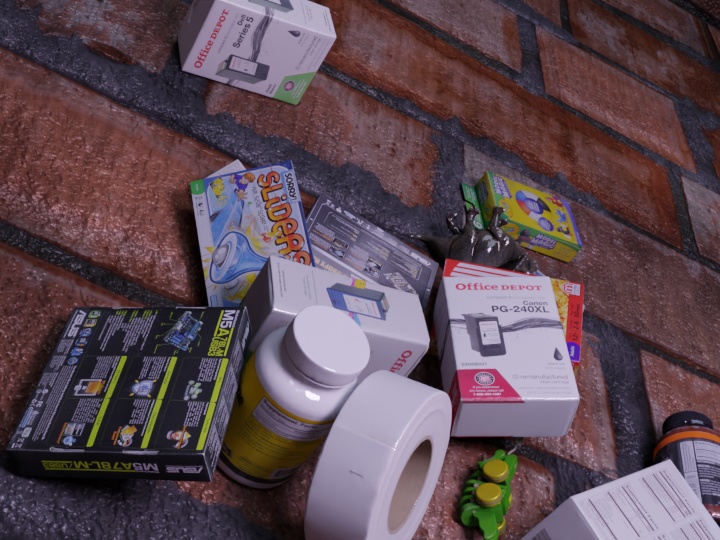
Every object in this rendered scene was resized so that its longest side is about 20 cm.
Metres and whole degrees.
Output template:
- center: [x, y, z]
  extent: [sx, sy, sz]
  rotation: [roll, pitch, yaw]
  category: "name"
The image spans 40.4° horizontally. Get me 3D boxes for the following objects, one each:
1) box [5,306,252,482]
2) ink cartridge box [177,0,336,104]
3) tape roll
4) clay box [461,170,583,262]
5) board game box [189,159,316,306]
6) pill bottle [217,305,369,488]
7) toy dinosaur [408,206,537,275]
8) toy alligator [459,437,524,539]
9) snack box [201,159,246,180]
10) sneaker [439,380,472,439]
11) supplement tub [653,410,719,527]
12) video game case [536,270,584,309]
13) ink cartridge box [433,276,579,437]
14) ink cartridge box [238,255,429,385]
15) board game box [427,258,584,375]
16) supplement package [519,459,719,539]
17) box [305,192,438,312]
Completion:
- center: [-0.220, 0.115, 0.966]
  extent: [0.193, 0.048, 0.200]
  rotation: [1, 40, 6]
  category: "box"
- center: [-0.161, -0.355, 1.498]
  extent: [0.200, 0.146, 0.084]
  rotation: [12, 45, -28]
  category: "ink cartridge box"
- center: [0.022, 0.206, 1.000]
  extent: [0.071, 0.203, 0.202]
  rotation: [19, 32, 22]
  category: "tape roll"
- center: [0.269, -0.094, 1.637]
  extent: [0.200, 0.048, 0.115]
  rotation: [18, 41, -23]
  category: "clay box"
- center: [-0.131, -0.037, 1.209]
  extent: [0.135, 0.034, 0.200]
  rotation: [-13, 58, -3]
  category: "board game box"
- center: [-0.074, 0.129, 1.013]
  extent: [0.112, 0.200, 0.112]
  rotation: [21, 40, -19]
  category: "pill bottle"
- center: [0.172, -0.037, 1.448]
  extent: [0.200, 0.077, 0.102]
  rotation: [5, 71, -1]
  category: "toy dinosaur"
- center: [0.156, 0.254, 1.185]
  extent: [0.054, 0.059, 0.200]
  rotation: [1, 32, 21]
  category: "toy alligator"
- center: [-0.139, -0.056, 1.257]
  extent: [0.072, 0.024, 0.200]
  rotation: [-31, 61, -10]
  category: "snack box"
- center: [0.194, 0.163, 1.284]
  extent: [0.200, 0.081, 0.075]
  rotation: [1, 47, -36]
  category: "sneaker"
- center: [0.457, 0.287, 1.336]
  extent: [0.107, 0.107, 0.200]
  rotation: [27, 38, -12]
  category: "supplement tub"
- center: [0.245, 0.054, 1.485]
  extent: [0.182, 0.022, 0.200]
  rotation: [37, 37, 1]
  category: "video game case"
- center: [0.176, 0.103, 1.219]
  extent: [0.145, 0.083, 0.200]
  rotation: [0, 47, -5]
  category: "ink cartridge box"
- center: [-0.042, 0.081, 1.133]
  extent: [0.200, 0.145, 0.088]
  rotation: [16, 40, -23]
  category: "ink cartridge box"
- center: [0.202, 0.067, 1.349]
  extent: [0.200, 0.046, 0.152]
  rotation: [10, 44, 5]
  category: "board game box"
- center: [0.299, 0.336, 1.122]
  extent: [0.200, 0.152, 0.151]
  rotation: [-6, 53, -41]
  category: "supplement package"
- center: [0.000, 0.000, 1.330]
  extent: [0.200, 0.048, 0.158]
  rotation: [30, 39, -7]
  category: "box"
